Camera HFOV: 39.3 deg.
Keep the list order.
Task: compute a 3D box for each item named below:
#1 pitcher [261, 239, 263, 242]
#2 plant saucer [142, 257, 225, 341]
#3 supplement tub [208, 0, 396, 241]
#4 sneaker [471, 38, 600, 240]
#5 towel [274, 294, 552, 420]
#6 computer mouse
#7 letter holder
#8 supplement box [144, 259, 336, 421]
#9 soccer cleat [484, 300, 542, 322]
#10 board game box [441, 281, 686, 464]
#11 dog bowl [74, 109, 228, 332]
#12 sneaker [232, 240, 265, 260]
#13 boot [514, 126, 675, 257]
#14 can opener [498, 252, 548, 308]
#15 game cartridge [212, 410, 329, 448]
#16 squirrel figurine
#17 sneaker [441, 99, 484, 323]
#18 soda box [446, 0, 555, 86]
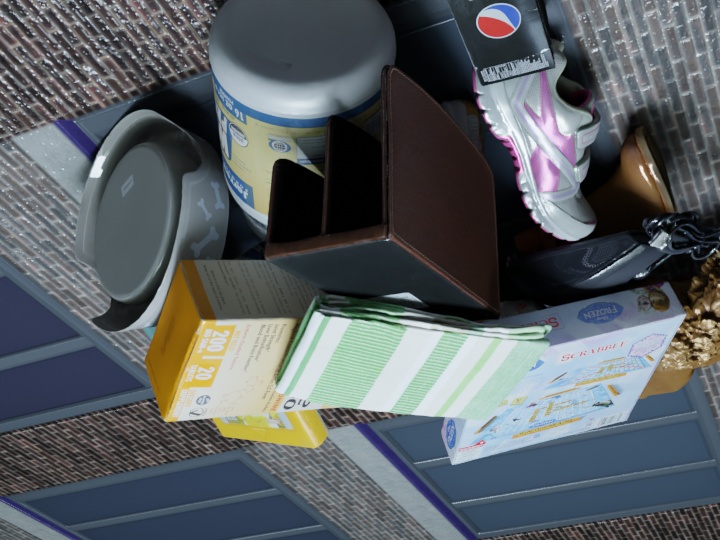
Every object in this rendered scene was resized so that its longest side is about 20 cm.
[{"bbox_3d":[0.000,0.000,0.997,0.197,0.123,0.172,1,180,-5],"label":"pitcher"},{"bbox_3d":[-0.184,0.046,1.071,0.199,0.036,0.201,24,136,25],"label":"plant saucer"},{"bbox_3d":[-0.046,-0.123,0.830,0.143,0.146,0.201,2,144,-1],"label":"supplement tub"},{"bbox_3d":[0.170,-0.112,0.871,0.087,0.082,0.201,-21,123,19],"label":"sneaker"},{"bbox_3d":[0.039,0.076,0.826,0.198,0.024,0.153,7,144,-16],"label":"towel"},{"bbox_3d":[0.226,-0.001,0.922,0.199,0.053,0.138,-16,167,37],"label":"computer mouse"},{"bbox_3d":[0.025,-0.051,0.776,0.100,0.144,0.200,-9,159,28],"label":"letter holder"},{"bbox_3d":[-0.073,0.060,0.880,0.198,0.074,0.127,-1,134,-32],"label":"supplement box"},{"bbox_3d":[0.129,0.056,0.964,0.198,0.070,0.078,8,136,-32],"label":"soccer cleat"},{"bbox_3d":[0.185,0.102,0.961,0.198,0.041,0.200,-11,145,-13],"label":"board game box"},{"bbox_3d":[-0.190,-0.041,0.915,0.058,0.202,0.200,12,146,-40],"label":"dog bowl"},{"bbox_3d":[-0.088,0.015,0.926,0.200,0.076,0.077,-41,163,13],"label":"sneaker"},{"bbox_3d":[0.224,-0.056,0.983,0.154,0.077,0.200,-12,154,13],"label":"boot"},{"bbox_3d":[0.158,0.022,1.068,0.078,0.064,0.199,-26,163,24],"label":"can opener"},{"bbox_3d":[-0.144,0.114,1.148,0.175,0.032,0.201,-3,126,44],"label":"game cartridge"},{"bbox_3d":[0.369,0.047,1.033,0.184,0.143,0.200,-11,174,4],"label":"squirrel figurine"},{"bbox_3d":[0.073,-0.049,0.905,0.087,0.203,0.076,-6,172,11],"label":"sneaker"},{"bbox_3d":[0.088,-0.232,0.737,0.063,0.071,0.200,-13,143,17],"label":"soda box"}]
